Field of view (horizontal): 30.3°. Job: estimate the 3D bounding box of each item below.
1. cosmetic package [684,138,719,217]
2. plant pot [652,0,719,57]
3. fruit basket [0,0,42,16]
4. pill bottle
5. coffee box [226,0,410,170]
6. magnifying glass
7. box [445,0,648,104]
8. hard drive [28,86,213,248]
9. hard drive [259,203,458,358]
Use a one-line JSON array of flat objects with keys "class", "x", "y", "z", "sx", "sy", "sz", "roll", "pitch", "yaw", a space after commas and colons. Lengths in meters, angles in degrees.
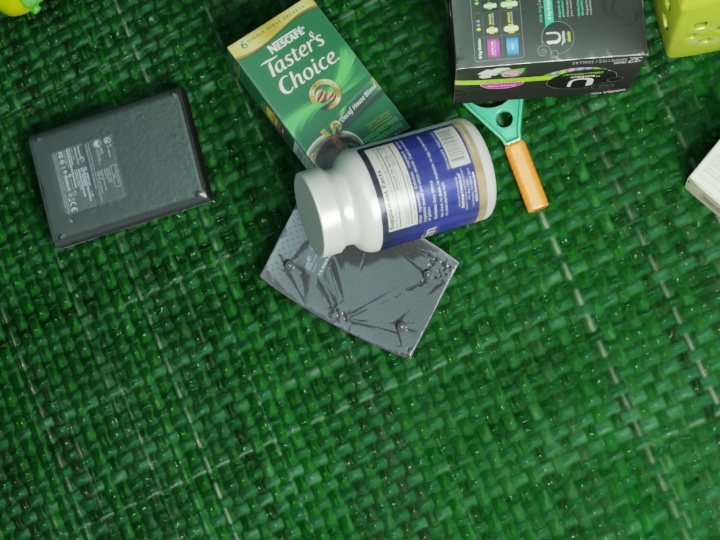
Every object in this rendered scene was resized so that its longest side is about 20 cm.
[{"class": "cosmetic package", "x": 0.432, "y": -0.148, "z": 1.396, "sx": 0.073, "sy": 0.103, "sz": 0.200, "roll": 41, "pitch": 96, "yaw": 10}, {"class": "plant pot", "x": 0.395, "y": -0.354, "z": 1.378, "sx": 0.197, "sy": 0.181, "sz": 0.202, "roll": -13, "pitch": 83, "yaw": 11}, {"class": "fruit basket", "x": -0.473, "y": -0.387, "z": 1.589, "sx": 0.214, "sy": 0.155, "sz": 0.218, "roll": -7, "pitch": 72, "yaw": 24}, {"class": "pill bottle", "x": 0.036, "y": -0.086, "z": 1.435, "sx": 0.198, "sy": 0.116, "sz": 0.117, "roll": -16, "pitch": 82, "yaw": -13}, {"class": "coffee box", "x": -0.050, "y": -0.201, "z": 1.512, "sx": 0.123, "sy": 0.044, "sz": 0.201, "roll": -33, "pitch": 79, "yaw": -13}, {"class": "magnifying glass", "x": 0.165, "y": -0.162, "z": 1.494, "sx": 0.079, "sy": 0.022, "sz": 0.201, "roll": -21, "pitch": 83, "yaw": 9}, {"class": "box", "x": 0.192, "y": -0.260, "z": 1.417, "sx": 0.198, "sy": 0.149, "sz": 0.125, "roll": -5, "pitch": 83, "yaw": 3}, {"class": "hard drive", "x": -0.285, "y": -0.122, "z": 1.579, "sx": 0.198, "sy": 0.033, "sz": 0.141, "roll": -16, "pitch": 83, "yaw": 10}, {"class": "hard drive", "x": 0.000, "y": 0.000, "z": 1.506, "sx": 0.199, "sy": 0.042, "sz": 0.136, "roll": 28, "pitch": 92, "yaw": 13}]
